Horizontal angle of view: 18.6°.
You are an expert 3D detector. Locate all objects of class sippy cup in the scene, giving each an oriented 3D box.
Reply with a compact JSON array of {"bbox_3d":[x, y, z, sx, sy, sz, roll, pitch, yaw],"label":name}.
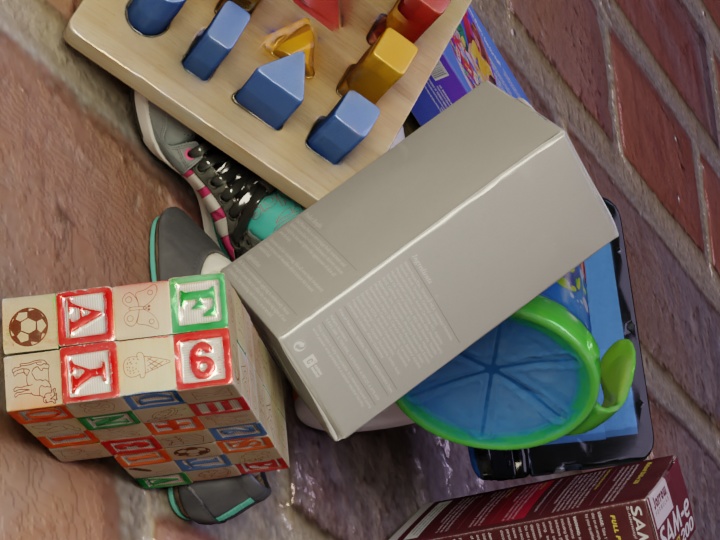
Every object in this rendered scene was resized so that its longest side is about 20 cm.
[{"bbox_3d":[0.088,0.022,1.394,0.131,0.139,0.178,-80,152,-43],"label":"sippy cup"}]

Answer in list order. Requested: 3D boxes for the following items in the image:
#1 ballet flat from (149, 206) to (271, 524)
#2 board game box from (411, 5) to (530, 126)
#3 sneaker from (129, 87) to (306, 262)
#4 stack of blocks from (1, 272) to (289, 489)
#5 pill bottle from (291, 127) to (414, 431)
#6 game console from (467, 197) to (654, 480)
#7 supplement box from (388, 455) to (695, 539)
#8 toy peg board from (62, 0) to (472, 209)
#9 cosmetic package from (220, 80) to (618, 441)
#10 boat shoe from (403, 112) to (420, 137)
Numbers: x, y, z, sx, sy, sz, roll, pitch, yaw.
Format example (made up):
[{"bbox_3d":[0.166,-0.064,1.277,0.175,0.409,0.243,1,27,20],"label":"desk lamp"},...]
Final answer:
[{"bbox_3d":[-0.082,0.051,1.311,0.073,0.073,0.201,34,46,-59],"label":"ballet flat"},{"bbox_3d":[0.079,-0.133,1.657,0.200,0.045,0.135,54,23,-41],"label":"board game box"},{"bbox_3d":[-0.061,-0.049,1.333,0.084,0.121,0.200,-43,130,-20],"label":"sneaker"},{"bbox_3d":[-0.109,0.064,1.169,0.200,0.115,0.059,68,15,-71],"label":"stack of blocks"},{"bbox_3d":[0.000,0.000,1.483,0.112,0.112,0.201,26,53,-62],"label":"pill bottle"},{"bbox_3d":[0.133,0.042,1.558,0.171,0.118,0.201,25,55,-77],"label":"game console"},{"bbox_3d":[0.127,0.190,1.558,0.109,0.199,0.061,-31,106,-67],"label":"supplement box"},{"bbox_3d":[-0.034,-0.171,1.289,0.200,0.098,0.200,34,61,-9],"label":"toy peg board"},{"bbox_3d":[0.033,-0.010,1.244,0.090,0.200,0.107,61,-7,-30],"label":"cosmetic package"},{"bbox_3d":[0.010,-0.077,1.620,0.072,0.067,0.201,23,53,-34],"label":"boat shoe"}]
